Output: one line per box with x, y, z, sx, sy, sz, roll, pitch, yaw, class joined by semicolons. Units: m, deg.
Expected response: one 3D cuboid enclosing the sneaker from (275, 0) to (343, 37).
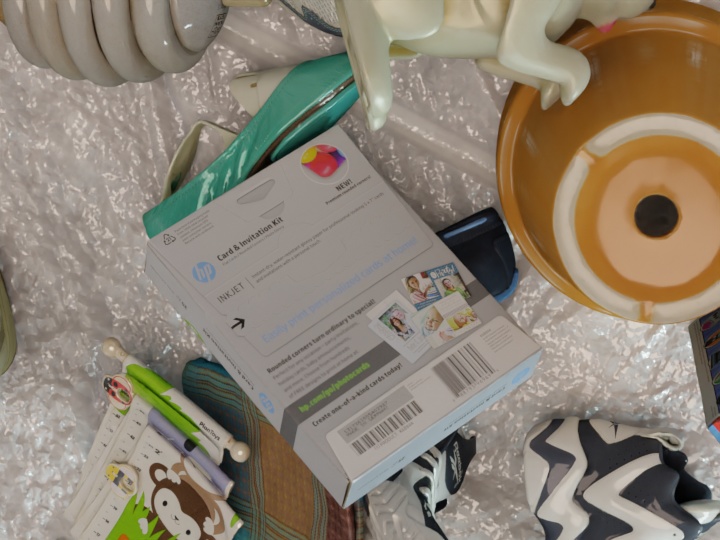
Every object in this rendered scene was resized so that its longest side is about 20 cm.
-0.058;-0.228;1.395;0.077;0.086;0.201;-31;100;13;sneaker

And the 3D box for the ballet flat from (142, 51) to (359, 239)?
-0.071;-0.084;1.448;0.070;0.067;0.200;44;103;8;ballet flat

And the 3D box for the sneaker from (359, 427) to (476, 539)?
0.039;0.139;1.438;0.129;0.199;0.080;-12;119;-31;sneaker

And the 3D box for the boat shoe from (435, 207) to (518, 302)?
0.000;0.000;1.464;0.198;0.084;0.069;-11;97;-9;boat shoe

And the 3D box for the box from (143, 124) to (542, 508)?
-0.012;0.024;1.373;0.155;0.041;0.200;-33;70;-25;box

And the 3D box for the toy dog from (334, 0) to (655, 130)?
0.082;-0.181;1.306;0.198;0.140;0.195;-13;81;-2;toy dog

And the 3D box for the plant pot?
0.179;-0.053;1.368;0.198;0.183;0.202;1;105;5;plant pot

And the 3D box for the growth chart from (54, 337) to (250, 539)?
-0.138;0.159;1.501;0.144;0.018;0.201;32;122;20;growth chart

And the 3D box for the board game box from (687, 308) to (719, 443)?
0.296;0.024;1.369;0.195;0.200;0.056;-39;99;14;board game box

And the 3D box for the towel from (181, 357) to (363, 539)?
-0.058;0.145;1.451;0.022;0.200;0.148;-11;107;-31;towel

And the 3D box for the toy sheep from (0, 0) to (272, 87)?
-0.149;-0.180;1.396;0.198;0.138;0.139;5;106;23;toy sheep

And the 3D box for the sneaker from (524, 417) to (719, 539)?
0.185;0.191;1.477;0.129;0.079;0.201;-7;94;16;sneaker

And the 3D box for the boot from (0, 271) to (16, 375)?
-0.283;-0.003;1.439;0.072;0.156;0.202;-10;103;8;boot
